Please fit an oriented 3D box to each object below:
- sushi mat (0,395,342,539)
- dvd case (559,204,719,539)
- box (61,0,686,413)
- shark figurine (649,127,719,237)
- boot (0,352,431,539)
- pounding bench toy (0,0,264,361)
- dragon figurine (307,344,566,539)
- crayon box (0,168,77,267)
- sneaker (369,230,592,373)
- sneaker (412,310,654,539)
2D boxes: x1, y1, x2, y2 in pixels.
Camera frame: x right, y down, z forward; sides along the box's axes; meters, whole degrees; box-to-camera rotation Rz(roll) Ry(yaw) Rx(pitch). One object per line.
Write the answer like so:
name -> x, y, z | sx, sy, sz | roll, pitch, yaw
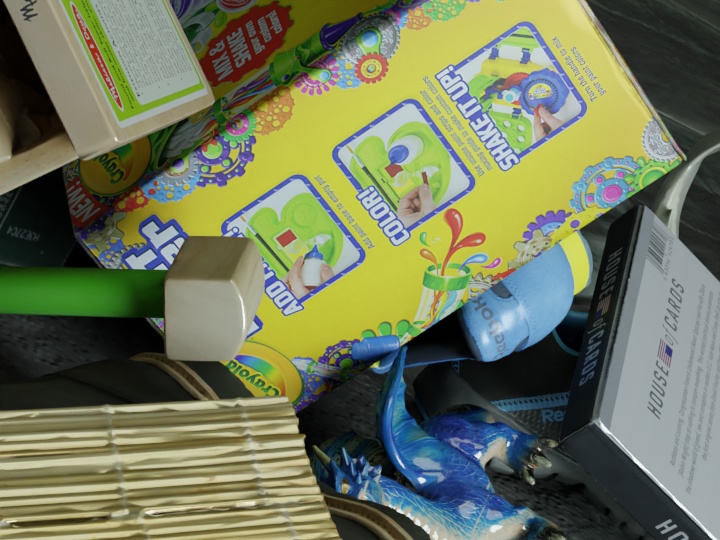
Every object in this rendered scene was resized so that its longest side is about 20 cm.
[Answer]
sushi mat -> -0.100, 0.071, 0.609 | 0.199, 0.012, 0.096 | -1, 40, -20
dvd case -> 0.163, 0.084, 0.909 | 0.200, 0.025, 0.151 | 44, 34, -16
box -> -0.011, -0.078, 0.859 | 0.122, 0.192, 0.200 | 50, 10, -35
shark figurine -> 0.168, 0.030, 1.101 | 0.090, 0.127, 0.216 | 83, -8, -64
boot -> -0.064, 0.093, 0.654 | 0.138, 0.078, 0.200 | 3, 22, -42
pounding bench toy -> -0.138, -0.038, 0.709 | 0.201, 0.155, 0.124 | 64, 13, -5
dragon figurine -> 0.017, 0.070, 0.815 | 0.099, 0.059, 0.200 | 32, 24, -14
crayon box -> -0.194, -0.082, 0.904 | 0.126, 0.051, 0.200 | 17, 24, -35
sneaker -> 0.000, 0.000, 0.914 | 0.199, 0.066, 0.078 | 9, 42, 47
sneaker -> 0.124, 0.068, 0.955 | 0.199, 0.082, 0.073 | 25, 18, -20
